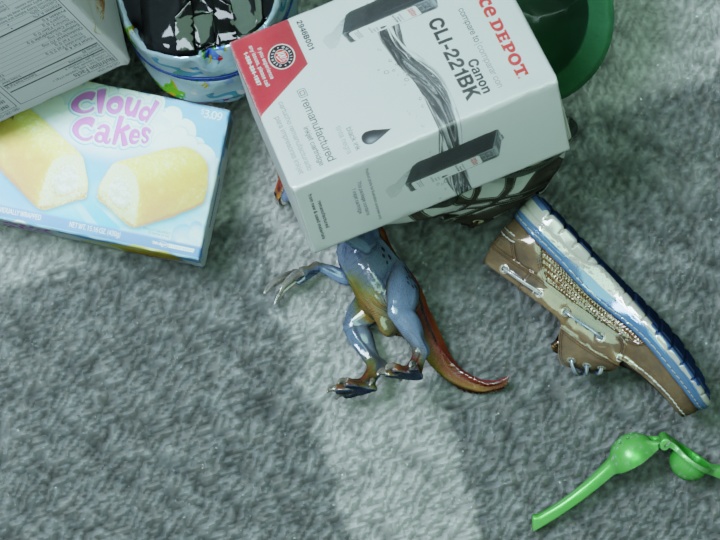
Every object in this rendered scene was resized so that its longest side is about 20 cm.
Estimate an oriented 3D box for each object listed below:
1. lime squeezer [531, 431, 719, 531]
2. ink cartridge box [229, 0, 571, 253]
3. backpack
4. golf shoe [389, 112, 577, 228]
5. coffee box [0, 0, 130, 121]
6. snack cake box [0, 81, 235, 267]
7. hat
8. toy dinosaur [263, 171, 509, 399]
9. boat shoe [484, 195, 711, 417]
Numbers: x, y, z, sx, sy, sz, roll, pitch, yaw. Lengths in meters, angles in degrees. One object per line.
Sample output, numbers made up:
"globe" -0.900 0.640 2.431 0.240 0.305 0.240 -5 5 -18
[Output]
"lime squeezer" 0.225 0.154 1.735 0.198 0.038 0.071 -1 85 -1
"ink cartridge box" 0.028 -0.122 1.640 0.199 0.084 0.145 -22 55 -4
"backpack" -0.110 -0.223 1.723 0.162 0.154 0.201 -8 53 1
"golf shoe" 0.065 -0.059 1.711 0.199 0.095 0.078 -17 53 -18
"coffee box" -0.304 -0.228 1.644 0.199 0.198 0.201 -23 59 13
"snack cake box" -0.201 -0.080 1.744 0.198 0.067 0.116 11 86 1
"hat" 0.141 -0.237 1.780 0.199 0.176 0.166 -24 107 33
"toy dinosaur" 0.000 0.000 1.750 0.199 0.105 0.183 13 63 -39
"boat shoe" 0.174 0.039 1.736 0.072 0.072 0.200 -43 85 10
